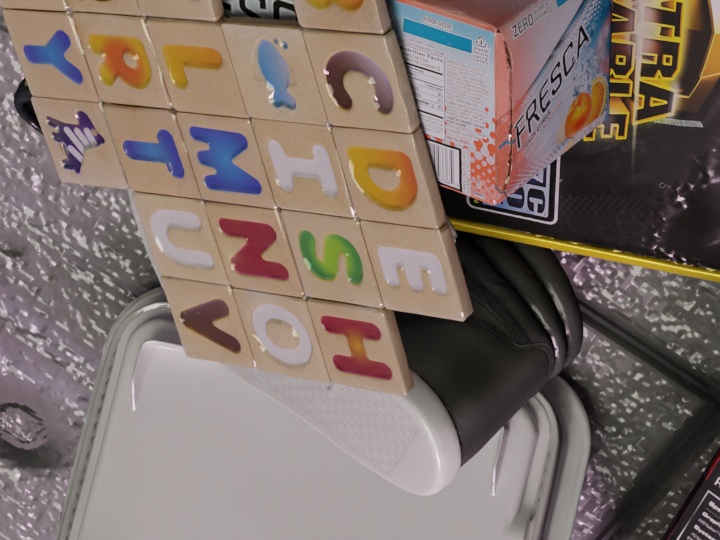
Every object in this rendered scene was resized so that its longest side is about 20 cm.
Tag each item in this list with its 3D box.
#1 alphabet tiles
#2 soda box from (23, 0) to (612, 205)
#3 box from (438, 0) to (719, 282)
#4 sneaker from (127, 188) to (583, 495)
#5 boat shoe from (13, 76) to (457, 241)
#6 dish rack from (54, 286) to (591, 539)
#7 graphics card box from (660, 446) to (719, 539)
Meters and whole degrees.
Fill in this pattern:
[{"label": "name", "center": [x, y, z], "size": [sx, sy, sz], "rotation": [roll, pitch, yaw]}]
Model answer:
[{"label": "alphabet tiles", "center": [-0.047, -0.051, 0.843], "size": [0.167, 0.008, 0.201], "rotation": [8, 126, 39]}, {"label": "soda box", "center": [-0.018, -0.090, 0.847], "size": [0.199, 0.068, 0.064], "rotation": [22, 130, 30]}, {"label": "box", "center": [0.082, -0.097, 0.873], "size": [0.159, 0.049, 0.201], "rotation": [13, 129, 17]}, {"label": "sneaker", "center": [0.000, 0.000, 0.974], "size": [0.200, 0.099, 0.071], "rotation": [37, 145, 38]}, {"label": "boat shoe", "center": [-0.046, -0.041, 0.910], "size": [0.200, 0.062, 0.075], "rotation": [29, 163, 38]}, {"label": "dish rack", "center": [-0.024, 0.099, 1.001], "size": [0.199, 0.173, 0.044], "rotation": [12, 172, 14]}, {"label": "graphics card box", "center": [0.133, 0.102, 0.946], "size": [0.051, 0.126, 0.200], "rotation": [31, 132, 9]}]
